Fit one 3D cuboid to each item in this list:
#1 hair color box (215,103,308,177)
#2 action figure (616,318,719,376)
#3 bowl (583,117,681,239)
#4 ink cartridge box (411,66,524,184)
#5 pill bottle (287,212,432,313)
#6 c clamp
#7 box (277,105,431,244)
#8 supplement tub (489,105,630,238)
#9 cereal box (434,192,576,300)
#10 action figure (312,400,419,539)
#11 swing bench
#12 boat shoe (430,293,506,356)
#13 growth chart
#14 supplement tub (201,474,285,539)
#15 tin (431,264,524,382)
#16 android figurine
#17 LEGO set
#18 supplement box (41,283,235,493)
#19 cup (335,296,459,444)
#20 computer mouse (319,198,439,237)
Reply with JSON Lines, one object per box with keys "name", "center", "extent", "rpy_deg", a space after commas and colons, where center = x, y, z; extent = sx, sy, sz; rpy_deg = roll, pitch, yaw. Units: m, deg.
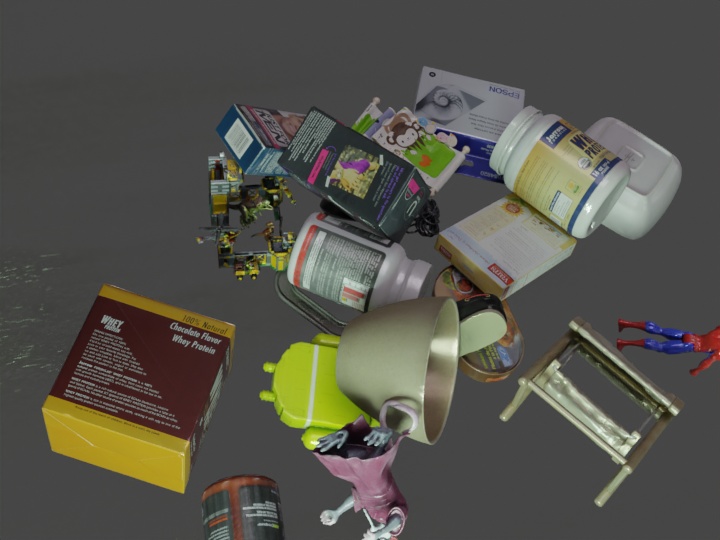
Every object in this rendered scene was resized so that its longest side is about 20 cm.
{"name": "hair color box", "center": [-0.126, -0.204, 1.681], "extent": [0.199, 0.061, 0.100], "rpy_deg": [-2, 50, -54]}
{"name": "action figure", "center": [0.507, 0.125, 1.649], "extent": [0.197, 0.099, 0.066], "rpy_deg": [3, 56, 18]}
{"name": "bowl", "center": [0.455, -0.174, 1.821], "extent": [0.199, 0.075, 0.200], "rpy_deg": [36, 57, 12]}
{"name": "ink cartridge box", "center": [0.186, -0.258, 1.844], "extent": [0.197, 0.041, 0.202], "rpy_deg": [12, 56, -2]}
{"name": "pill bottle", "center": [0.000, 0.000, 1.566], "extent": [0.198, 0.116, 0.117], "rpy_deg": [22, 56, 9]}
{"name": "c clamp", "center": [-0.042, 0.013, 1.634], "extent": [0.200, 0.027, 0.170], "rpy_deg": [41, 59, 17]}
{"name": "box", "center": [-0.007, -0.142, 1.586], "extent": [0.199, 0.122, 0.107], "rpy_deg": [33, 88, 20]}
{"name": "supplement tub", "center": [0.324, -0.164, 1.716], "extent": [0.199, 0.145, 0.144], "rpy_deg": [38, 58, 17]}
{"name": "cereal box", "center": [0.234, -0.041, 1.684], "extent": [0.199, 0.040, 0.144], "rpy_deg": [-28, 59, -36]}
{"name": "action figure", "center": [0.019, 0.281, 1.390], "extent": [0.149, 0.202, 0.133], "rpy_deg": [-41, 35, -24]}
{"name": "swing bench", "center": [0.346, 0.189, 1.530], "extent": [0.198, 0.130, 0.200], "rpy_deg": [40, 59, 16]}
{"name": "boat shoe", "center": [0.122, 0.095, 1.559], "extent": [0.199, 0.074, 0.063], "rpy_deg": [-22, 27, 15]}
{"name": "growth chart", "center": [0.077, -0.211, 1.768], "extent": [0.198, 0.018, 0.146], "rpy_deg": [30, 63, 2]}
{"name": "supplement tub", "center": [-0.144, 0.371, 1.335], "extent": [0.105, 0.107, 0.202], "rpy_deg": [-3, 58, -12]}
{"name": "tin", "center": [0.179, 0.081, 1.625], "extent": [0.110, 0.042, 0.202], "rpy_deg": [-9, 59, -20]}
{"name": "android figurine", "center": [-0.047, 0.174, 1.519], "extent": [0.197, 0.041, 0.184], "rpy_deg": [8, 57, -9]}
{"name": "LEGO set", "center": [-0.172, -0.099, 1.618], "extent": [0.151, 0.117, 0.202], "rpy_deg": [3, 51, -5]}
{"name": "supplement box", "center": [-0.295, 0.160, 1.428], "extent": [0.194, 0.133, 0.202], "rpy_deg": [17, 56, 1]}
{"name": "cup", "center": [0.047, 0.128, 1.455], "extent": [0.141, 0.202, 0.202], "rpy_deg": [7, 54, 17]}
{"name": "computer mouse", "center": [0.034, -0.109, 1.686], "extent": [0.197, 0.053, 0.139], "rpy_deg": [9, 21, 3]}
